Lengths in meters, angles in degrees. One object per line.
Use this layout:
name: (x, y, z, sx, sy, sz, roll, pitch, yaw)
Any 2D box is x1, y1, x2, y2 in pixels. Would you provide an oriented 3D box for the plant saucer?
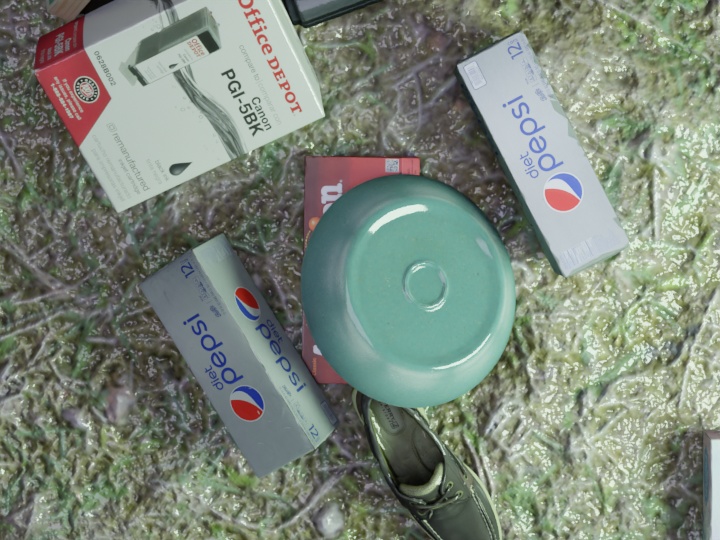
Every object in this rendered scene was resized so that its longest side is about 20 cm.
plant saucer: (0.049, 0.014, 1.143, 0.199, 0.036, 0.201, 4, 80, -21)

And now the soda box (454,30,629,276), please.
soda box: (0.151, -0.097, 1.148, 0.063, 0.068, 0.201, -27, 93, 3)

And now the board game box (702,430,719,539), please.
board game box: (0.400, 0.240, 1.183, 0.198, 0.043, 0.201, 0, 95, 3)

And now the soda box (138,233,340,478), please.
soda box: (-0.104, 0.073, 1.175, 0.068, 0.063, 0.201, -31, 93, 26)

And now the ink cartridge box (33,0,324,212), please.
ink cartridge box: (-0.148, -0.161, 1.132, 0.199, 0.083, 0.147, -25, 120, 5)

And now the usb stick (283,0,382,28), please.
usb stick: (0.028, -0.264, 1.165, 0.199, 0.033, 0.056, -19, 94, 4)

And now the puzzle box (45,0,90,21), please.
puzzle box: (-0.196, -0.312, 1.097, 0.200, 0.025, 0.134, -35, 54, 36)

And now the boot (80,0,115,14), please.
boot: (-0.145, -0.260, 1.153, 0.200, 0.075, 0.097, -40, 89, 3)

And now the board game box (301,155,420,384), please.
board game box: (0.000, 0.000, 1.195, 0.102, 0.019, 0.201, 1, 95, 4)

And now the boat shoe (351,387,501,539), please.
boat shoe: (0.055, 0.178, 1.176, 0.072, 0.066, 0.201, -30, 98, 11)
